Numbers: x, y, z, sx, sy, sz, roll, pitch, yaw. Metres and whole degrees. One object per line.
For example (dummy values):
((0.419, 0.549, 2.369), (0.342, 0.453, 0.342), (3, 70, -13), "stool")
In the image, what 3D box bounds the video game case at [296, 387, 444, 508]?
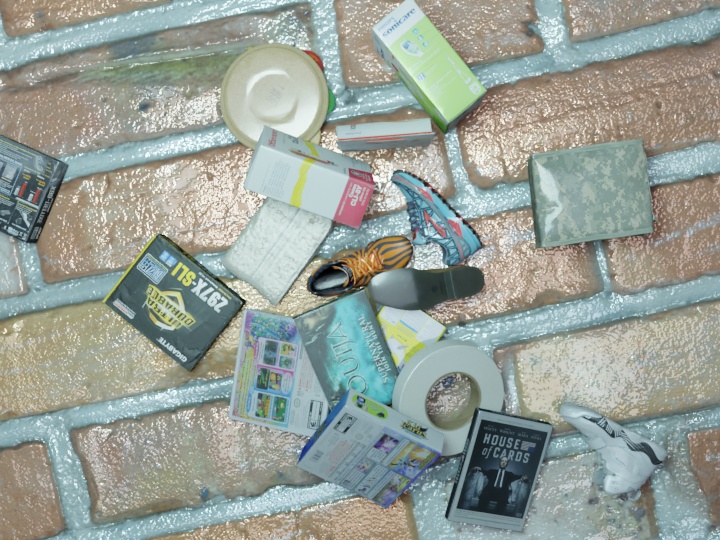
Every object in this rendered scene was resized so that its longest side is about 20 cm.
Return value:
((0.015, 0.305, 1.422), (0.181, 0.046, 0.200), (28, 130, -9), "video game case")

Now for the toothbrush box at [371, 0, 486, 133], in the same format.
((0.114, -0.341, 1.416), (0.086, 0.146, 0.200), (-38, 91, 4), "toothbrush box")

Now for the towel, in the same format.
((-0.143, -0.054, 1.491), (0.132, 0.034, 0.200), (37, 92, 3), "towel")

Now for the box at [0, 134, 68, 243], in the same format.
((-0.647, -0.159, 1.500), (0.199, 0.050, 0.158), (23, 92, 1), "box")

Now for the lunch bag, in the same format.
((0.392, -0.130, 1.425), (0.199, 0.118, 0.165), (-7, 90, 7), "lunch bag")

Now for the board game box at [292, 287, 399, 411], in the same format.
((-0.018, 0.147, 1.436), (0.135, 0.028, 0.201), (-23, 96, -3), "board game box")

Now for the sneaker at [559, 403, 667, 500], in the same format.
((0.421, 0.316, 1.457), (0.199, 0.075, 0.115), (27, 90, -2), "sneaker")

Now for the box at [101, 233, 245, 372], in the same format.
((-0.329, 0.056, 1.495), (0.200, 0.049, 0.160), (39, 91, 1), "box")

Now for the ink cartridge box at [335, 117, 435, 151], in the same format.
((0.039, -0.231, 1.394), (0.161, 0.200, 0.050), (-4, 91, 2), "ink cartridge box")

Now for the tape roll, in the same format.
((0.152, 0.219, 1.446), (0.202, 0.037, 0.204), (-5, 105, -18), "tape roll")

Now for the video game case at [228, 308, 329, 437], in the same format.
((-0.134, 0.181, 1.484), (0.181, 0.024, 0.201), (10, 94, 14), "video game case")

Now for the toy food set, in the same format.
((-0.147, -0.302, 1.476), (0.199, 0.049, 0.199), (20, 92, 2), "toy food set")

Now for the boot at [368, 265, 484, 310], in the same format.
((0.108, 0.027, 1.453), (0.199, 0.075, 0.074), (-5, 95, -8), "boot")

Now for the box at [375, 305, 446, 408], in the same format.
((0.050, 0.149, 1.483), (0.117, 0.048, 0.200), (35, 91, 1), "box")

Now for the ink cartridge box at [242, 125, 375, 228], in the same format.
((-0.085, -0.158, 1.404), (0.199, 0.145, 0.084), (18, 110, -11), "ink cartridge box")

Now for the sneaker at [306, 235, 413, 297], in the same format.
((0.000, 0.000, 1.447), (0.199, 0.112, 0.078), (-26, 91, 3), "sneaker")

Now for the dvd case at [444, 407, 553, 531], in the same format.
((0.241, 0.349, 1.465), (0.150, 0.025, 0.201), (14, 95, -18), "dvd case")

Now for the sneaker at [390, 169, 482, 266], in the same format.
((0.115, -0.088, 1.457), (0.096, 0.079, 0.200), (-45, 89, 5), "sneaker")
